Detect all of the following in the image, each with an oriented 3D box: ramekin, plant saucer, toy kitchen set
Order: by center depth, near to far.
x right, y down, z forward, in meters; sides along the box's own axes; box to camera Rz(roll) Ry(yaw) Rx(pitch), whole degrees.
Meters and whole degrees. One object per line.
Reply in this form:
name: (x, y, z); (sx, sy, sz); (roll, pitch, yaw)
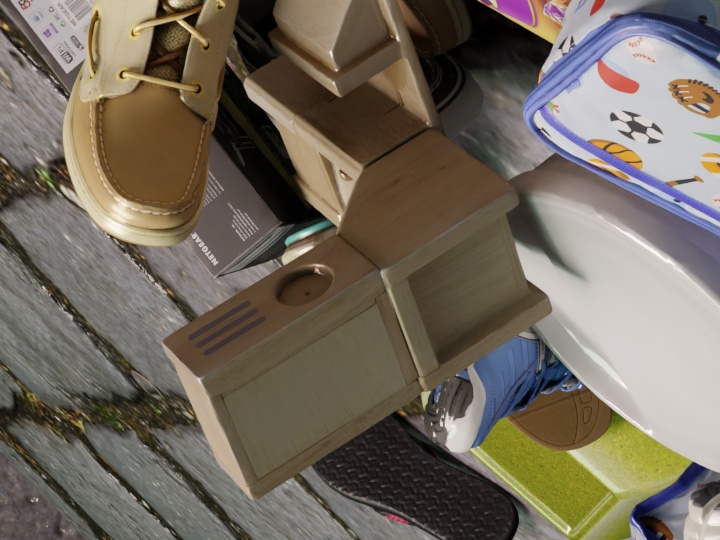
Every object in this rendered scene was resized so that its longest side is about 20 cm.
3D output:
toy kitchen set: (-0.046, -0.040, 1.136); (0.200, 0.180, 0.163); (40, 157, 50)
ramekin: (0.165, 0.003, 1.161); (0.202, 0.094, 0.202); (37, 160, 16)
plant saucer: (0.117, 0.103, 1.550); (0.200, 0.048, 0.200); (41, 161, 7)

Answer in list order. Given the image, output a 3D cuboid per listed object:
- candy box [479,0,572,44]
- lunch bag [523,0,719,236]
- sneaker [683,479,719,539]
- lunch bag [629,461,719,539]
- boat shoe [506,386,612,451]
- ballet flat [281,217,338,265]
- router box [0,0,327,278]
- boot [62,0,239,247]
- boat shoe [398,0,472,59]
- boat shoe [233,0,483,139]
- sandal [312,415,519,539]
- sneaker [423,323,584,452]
candy box: (0.062, -0.172, 1.057); (0.200, 0.056, 0.117); (35, 160, 28)
lunch bag: (0.175, -0.057, 0.970); (0.200, 0.076, 0.160); (29, 157, -10)
sneaker: (0.236, 0.146, 1.218); (0.077, 0.200, 0.080); (10, 99, 50)
lunch bag: (0.260, 0.203, 1.350); (0.200, 0.124, 0.170); (46, 169, 25)
boat shoe: (0.090, 0.024, 1.422); (0.200, 0.072, 0.065); (52, -161, -25)
ballet flat: (0.000, 0.000, 1.337); (0.200, 0.067, 0.063); (-13, -96, -83)
router box: (-0.105, -0.093, 1.331); (0.200, 0.052, 0.157); (52, -169, 4)
boot: (-0.085, -0.127, 1.113); (0.073, 0.200, 0.156); (14, 139, -14)
boat shoe: (-0.028, -0.177, 1.212); (0.200, 0.066, 0.074); (45, 162, -5)
boat shoe: (-0.014, -0.119, 1.302); (0.200, 0.071, 0.064); (25, 155, 47)
sandal: (0.037, 0.165, 1.819); (0.200, 0.075, 0.045); (31, 170, 25)
sneaker: (0.094, 0.036, 1.276); (0.077, 0.200, 0.076); (29, 129, 6)
